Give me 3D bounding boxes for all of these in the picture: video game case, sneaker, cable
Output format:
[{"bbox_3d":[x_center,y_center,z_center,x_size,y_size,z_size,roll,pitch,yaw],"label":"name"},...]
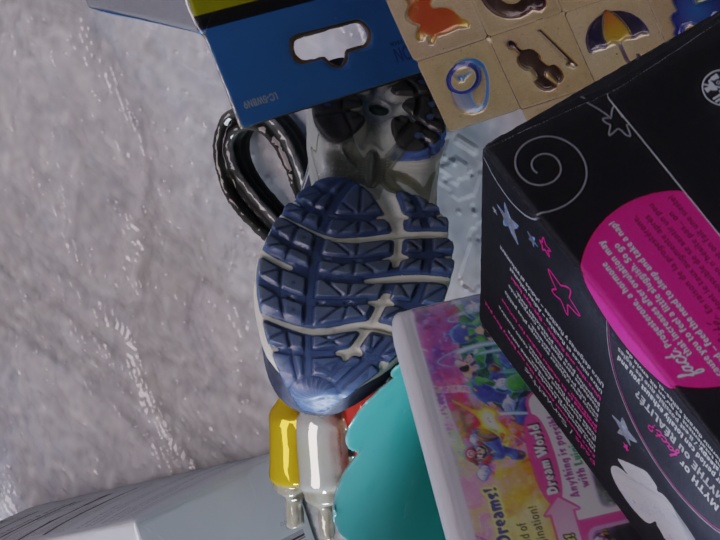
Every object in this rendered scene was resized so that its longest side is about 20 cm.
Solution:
[{"bbox_3d":[0.120,0.083,0.825,0.024,0.181,0.200,85,171,-61],"label":"video game case"},{"bbox_3d":[0.000,0.000,1.037,0.077,0.200,0.085,12,130,3],"label":"sneaker"},{"bbox_3d":[-0.018,0.021,1.129,0.097,0.050,0.201,-10,98,41],"label":"cable"}]

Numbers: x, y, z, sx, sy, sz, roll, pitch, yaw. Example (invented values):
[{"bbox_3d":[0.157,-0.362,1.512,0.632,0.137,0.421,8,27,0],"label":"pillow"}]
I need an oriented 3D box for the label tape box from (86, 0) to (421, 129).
[{"bbox_3d":[-0.057,-0.160,1.041,0.063,0.144,0.201,-16,93,42],"label":"label tape box"}]

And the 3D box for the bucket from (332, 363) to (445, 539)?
[{"bbox_3d":[0.105,0.087,0.974,0.207,0.135,0.208,17,122,30],"label":"bucket"}]

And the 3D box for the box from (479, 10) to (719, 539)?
[{"bbox_3d":[0.143,0.031,0.774,0.200,0.132,0.115,54,164,24],"label":"box"}]

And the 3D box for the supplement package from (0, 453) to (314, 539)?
[{"bbox_3d":[-0.123,0.169,1.226,0.200,0.109,0.114,-15,94,42],"label":"supplement package"}]

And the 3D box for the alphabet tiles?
[{"bbox_3d":[0.081,-0.135,0.966,0.166,0.006,0.200,-17,112,24],"label":"alphabet tiles"}]
